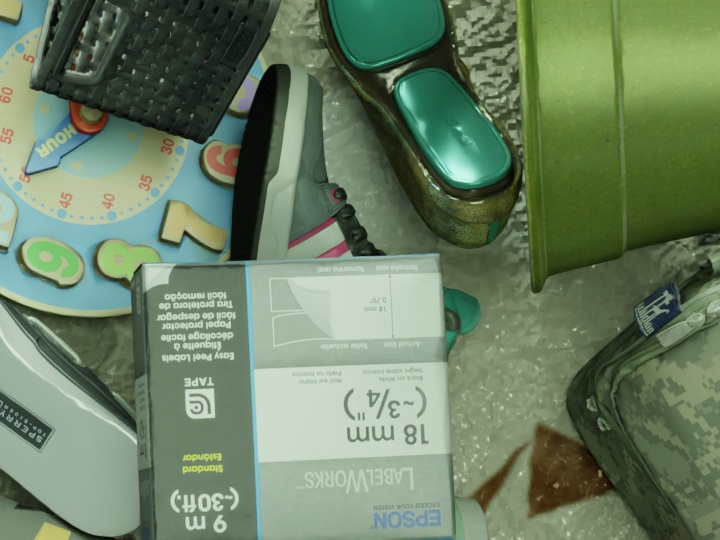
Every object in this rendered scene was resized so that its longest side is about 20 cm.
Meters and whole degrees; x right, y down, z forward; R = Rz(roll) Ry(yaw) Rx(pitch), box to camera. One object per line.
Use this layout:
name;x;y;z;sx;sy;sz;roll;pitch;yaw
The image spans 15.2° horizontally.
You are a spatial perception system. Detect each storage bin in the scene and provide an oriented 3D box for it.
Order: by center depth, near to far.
storage bin;-0.086;-0.181;1.314;0.093;0.135;0.201;17;56;-14

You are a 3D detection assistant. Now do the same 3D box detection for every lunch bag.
lunch bag;0.212;0.085;1.345;0.139;0.168;0.200;-34;88;-16

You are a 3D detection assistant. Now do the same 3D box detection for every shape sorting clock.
shape sorting clock;-0.137;-0.076;1.362;0.199;0.039;0.201;2;80;-12

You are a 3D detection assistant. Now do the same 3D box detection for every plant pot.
plant pot;0.172;-0.095;1.327;0.189;0.200;0.201;-4;80;4

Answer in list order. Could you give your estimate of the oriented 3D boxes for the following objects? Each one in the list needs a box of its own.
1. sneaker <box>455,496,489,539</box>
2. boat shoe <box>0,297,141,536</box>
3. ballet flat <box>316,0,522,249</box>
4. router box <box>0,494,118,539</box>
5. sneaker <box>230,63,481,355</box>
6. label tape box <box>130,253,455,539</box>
sneaker;0.004;0.209;1.322;0.118;0.074;0.202;4;69;-19
boat shoe;-0.172;0.053;1.318;0.200;0.068;0.072;37;97;4
ballet flat;0.027;-0.091;1.381;0.070;0.071;0.201;-16;54;-15
router box;-0.184;0.211;1.292;0.157;0.052;0.201;22;76;-9
sneaker;0.000;0.000;1.343;0.120;0.084;0.201;2;98;-14
label tape box;-0.030;0.096;1.258;0.143;0.063;0.201;-2;85;-11
